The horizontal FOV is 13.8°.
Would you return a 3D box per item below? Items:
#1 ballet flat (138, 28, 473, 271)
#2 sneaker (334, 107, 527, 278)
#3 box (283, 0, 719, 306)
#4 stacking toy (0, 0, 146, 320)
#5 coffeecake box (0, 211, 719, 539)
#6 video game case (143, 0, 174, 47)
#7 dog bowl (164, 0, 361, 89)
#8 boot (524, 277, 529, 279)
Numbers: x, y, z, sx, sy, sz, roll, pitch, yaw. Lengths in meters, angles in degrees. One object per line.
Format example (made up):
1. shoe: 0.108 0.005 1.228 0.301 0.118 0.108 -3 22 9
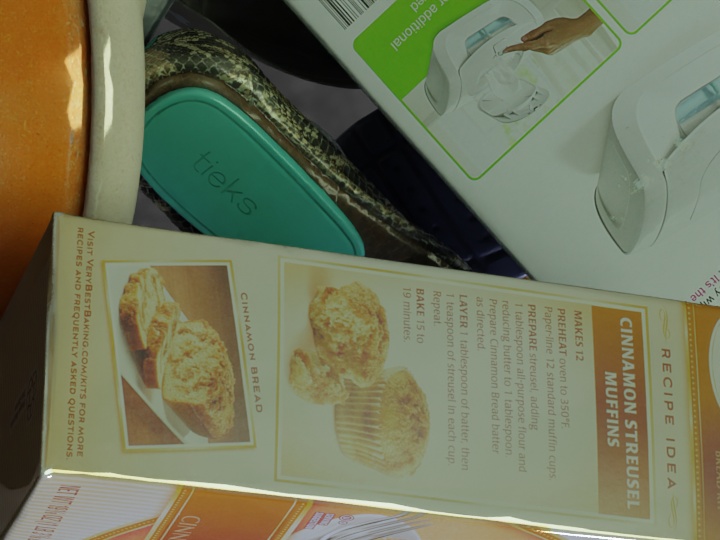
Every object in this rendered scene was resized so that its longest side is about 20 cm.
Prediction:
1. ballet flat: 0.000 0.000 0.930 0.200 0.068 0.075 49 21 -16
2. sneaker: 0.072 -0.055 0.994 0.199 0.082 0.074 -29 98 2
3. box: 0.105 -0.086 0.900 0.200 0.097 0.177 -43 89 3
4. stacking toy: -0.165 -0.050 0.795 0.199 0.146 0.147 -2 95 -23
5. coffeecake box: -0.004 0.059 0.806 0.199 0.154 0.074 7 64 -16
6. video game case: -0.108 -0.125 0.888 0.142 0.019 0.201 30 94 -27
7. dog bowl: -0.017 -0.161 0.988 0.199 0.058 0.202 -4 97 -38
8. boot: 0.081 0.014 1.033 0.143 0.071 0.202 18 74 4
